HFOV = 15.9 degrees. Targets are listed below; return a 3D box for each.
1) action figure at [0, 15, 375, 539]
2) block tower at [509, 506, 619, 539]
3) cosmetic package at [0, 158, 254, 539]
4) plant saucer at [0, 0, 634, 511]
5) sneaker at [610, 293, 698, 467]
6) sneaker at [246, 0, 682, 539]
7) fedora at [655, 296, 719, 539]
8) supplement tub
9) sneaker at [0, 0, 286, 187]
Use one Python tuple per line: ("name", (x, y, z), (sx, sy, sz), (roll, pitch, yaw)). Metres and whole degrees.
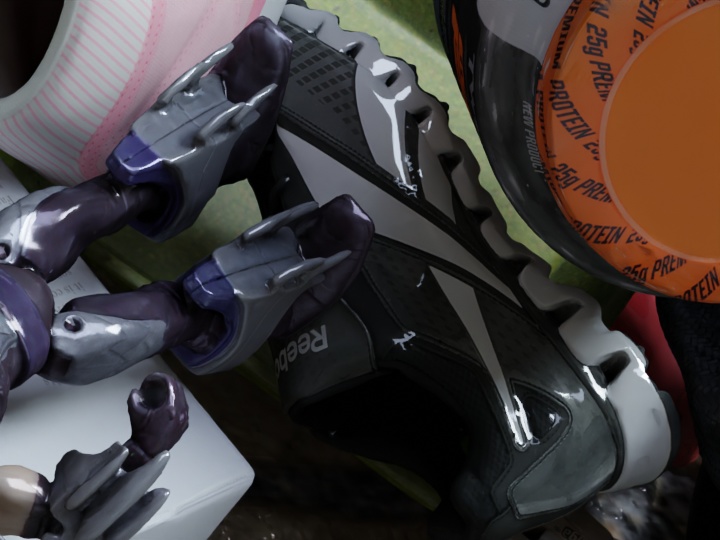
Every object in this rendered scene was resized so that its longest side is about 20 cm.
("action figure", (-0.081, 0.006, 0.641), (0.130, 0.069, 0.200), (53, 42, 5))
("block tower", (0.018, 0.125, 0.729), (0.058, 0.054, 0.200), (41, 35, 5))
("cosmetic package", (-0.134, 0.015, 0.702), (0.200, 0.071, 0.101), (50, 38, 16))
("plant saucer", (-0.003, -0.033, 0.843), (0.200, 0.048, 0.200), (36, 55, 6))
("sneaker", (0.056, -0.015, 0.926), (0.115, 0.079, 0.201), (1, 48, -17))
("sneaker", (0.000, 0.000, 0.753), (0.090, 0.067, 0.200), (-32, 74, -32))
("fedora", (0.147, 0.015, 0.780), (0.092, 0.200, 0.201), (43, 33, -19))
("supplement tub", (0.087, -0.066, 0.735), (0.122, 0.123, 0.200), (30, 13, -11))
("sneaker", (-0.061, -0.119, 0.725), (0.075, 0.201, 0.105), (16, -3, 33))
